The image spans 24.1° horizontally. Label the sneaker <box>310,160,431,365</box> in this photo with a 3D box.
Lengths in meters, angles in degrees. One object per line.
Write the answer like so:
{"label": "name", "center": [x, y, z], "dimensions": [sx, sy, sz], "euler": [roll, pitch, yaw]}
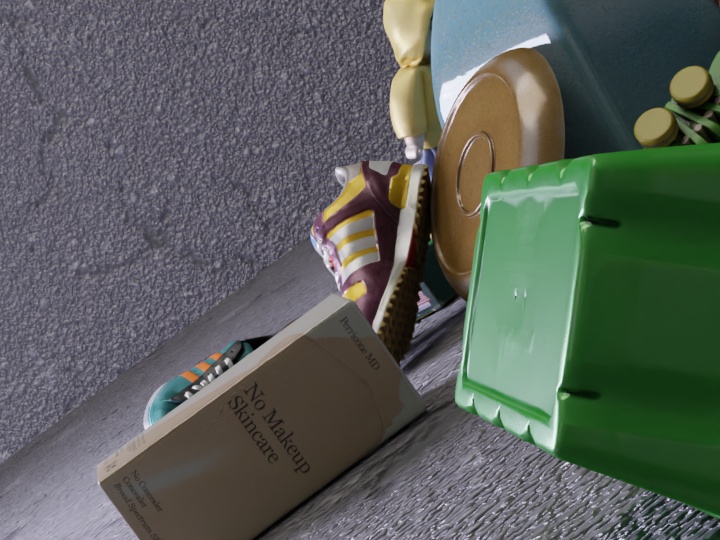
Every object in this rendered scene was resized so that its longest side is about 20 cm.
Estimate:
{"label": "sneaker", "center": [0.000, 0.000, 1.327], "dimensions": [0.090, 0.075, 0.201], "euler": [4, 53, 15]}

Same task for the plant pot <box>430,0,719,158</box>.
{"label": "plant pot", "center": [0.171, -0.173, 1.380], "dimensions": [0.196, 0.200, 0.196], "euler": [-30, 1, -38]}

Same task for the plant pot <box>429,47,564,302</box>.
{"label": "plant pot", "center": [0.096, -0.071, 1.275], "dimensions": [0.027, 0.201, 0.200], "euler": [7, -11, -20]}

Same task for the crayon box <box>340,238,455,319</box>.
{"label": "crayon box", "center": [0.073, -0.014, 1.531], "dimensions": [0.127, 0.051, 0.200], "euler": [-31, 7, 46]}

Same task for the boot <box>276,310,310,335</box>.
{"label": "boot", "center": [-0.053, 0.079, 1.389], "dimensions": [0.200, 0.075, 0.097], "euler": [-38, 8, -6]}

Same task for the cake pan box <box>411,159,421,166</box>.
{"label": "cake pan box", "center": [0.123, -0.096, 1.654], "dimensions": [0.200, 0.052, 0.184], "euler": [-33, -11, 19]}

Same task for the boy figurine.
{"label": "boy figurine", "center": [0.072, -0.147, 1.457], "dimensions": [0.064, 0.201, 0.124], "euler": [1, 25, 39]}

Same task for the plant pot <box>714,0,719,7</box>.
{"label": "plant pot", "center": [0.299, -0.251, 1.500], "dimensions": [0.140, 0.201, 0.200], "euler": [-12, 21, 47]}

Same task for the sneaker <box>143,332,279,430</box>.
{"label": "sneaker", "center": [-0.132, 0.110, 1.619], "dimensions": [0.080, 0.071, 0.200], "euler": [-37, 2, 34]}

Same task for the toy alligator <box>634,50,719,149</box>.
{"label": "toy alligator", "center": [0.220, -0.076, 1.184], "dimensions": [0.200, 0.059, 0.054], "euler": [-50, 44, -5]}

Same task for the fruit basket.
{"label": "fruit basket", "center": [0.149, 0.011, 0.587], "dimensions": [0.215, 0.156, 0.216], "euler": [7, 0, 0]}

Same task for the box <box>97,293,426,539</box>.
{"label": "box", "center": [-0.066, 0.109, 1.104], "dimensions": [0.200, 0.095, 0.078], "euler": [-37, 7, -6]}
